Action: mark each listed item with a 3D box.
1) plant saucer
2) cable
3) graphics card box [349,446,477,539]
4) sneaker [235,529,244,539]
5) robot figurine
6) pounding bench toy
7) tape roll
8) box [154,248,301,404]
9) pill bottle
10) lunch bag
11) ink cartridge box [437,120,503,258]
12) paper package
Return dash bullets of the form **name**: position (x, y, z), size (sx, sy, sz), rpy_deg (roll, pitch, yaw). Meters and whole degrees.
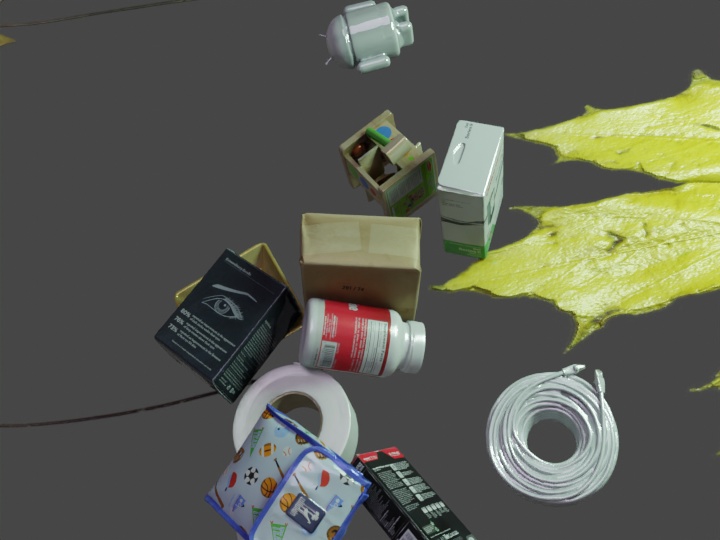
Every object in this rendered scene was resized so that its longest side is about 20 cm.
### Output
- **plant saucer**: position (-0.213, 0.078, 1.349), size (0.198, 0.049, 0.201), rpy_deg (-31, 60, -5)
- **cable**: position (0.290, 0.256, 1.135), size (0.196, 0.070, 0.203), rpy_deg (-10, 61, 7)
- **graphics card box**: position (0.075, 0.353, 1.093), size (0.200, 0.125, 0.051), rpy_deg (44, 105, 28)
- **sneaker**: position (-0.130, 0.426, 1.100), size (0.081, 0.075, 0.201), rpy_deg (-24, 38, -7)
- **robot figurine**: position (0.012, -0.496, 1.576), size (0.196, 0.113, 0.172), rpy_deg (-15, 66, 4)
- **pounding bench toy**: position (0.044, -0.212, 1.365), size (0.124, 0.201, 0.156), rpy_deg (-37, 61, -10)
- **tape roll**: position (-0.105, 0.259, 1.215), size (0.198, 0.071, 0.206), rpy_deg (-5, 61, 10)
- **box**: position (-0.220, 0.091, 1.256), size (0.147, 0.105, 0.201), rpy_deg (31, 71, 25)
- **pill bottle**: position (0.002, 0.114, 1.223), size (0.196, 0.113, 0.114), rpy_deg (9, 61, -9)
- **lunch bag**: position (-0.098, 0.316, 1.053), size (0.199, 0.124, 0.171), rpy_deg (29, 80, 38)
- **ink cartridge box**: position (0.194, -0.137, 1.292), size (0.083, 0.201, 0.148), rpy_deg (12, 65, 16)
- **paper package**: position (0.000, 0.000, 1.248), size (0.196, 0.192, 0.105), rpy_deg (2, 57, 0)
